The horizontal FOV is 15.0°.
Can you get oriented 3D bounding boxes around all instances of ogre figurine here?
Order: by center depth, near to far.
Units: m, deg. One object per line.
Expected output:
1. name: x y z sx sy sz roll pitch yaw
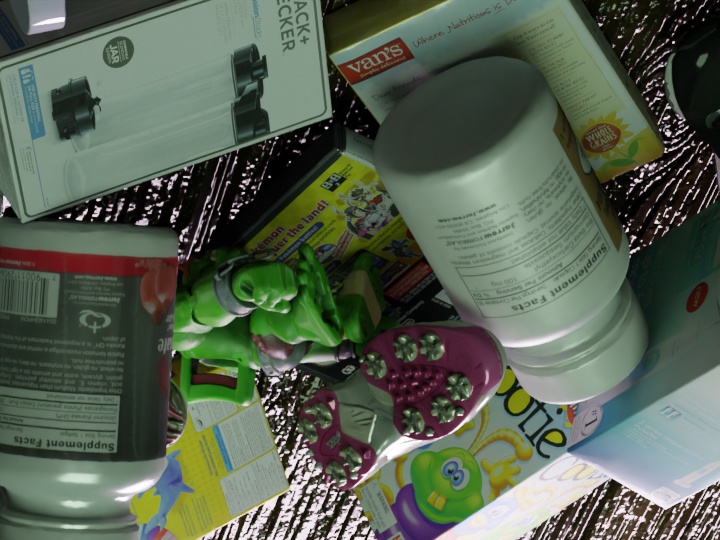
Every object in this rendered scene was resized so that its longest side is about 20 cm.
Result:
1. ogre figurine: -0.060 0.031 1.693 0.119 0.200 0.099 -11 95 20

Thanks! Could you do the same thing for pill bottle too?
1. pill bottle: -0.166 0.071 1.603 0.110 0.111 0.201 3 93 -18
2. pill bottle: 0.098 -0.020 1.648 0.114 0.115 0.200 -24 124 10

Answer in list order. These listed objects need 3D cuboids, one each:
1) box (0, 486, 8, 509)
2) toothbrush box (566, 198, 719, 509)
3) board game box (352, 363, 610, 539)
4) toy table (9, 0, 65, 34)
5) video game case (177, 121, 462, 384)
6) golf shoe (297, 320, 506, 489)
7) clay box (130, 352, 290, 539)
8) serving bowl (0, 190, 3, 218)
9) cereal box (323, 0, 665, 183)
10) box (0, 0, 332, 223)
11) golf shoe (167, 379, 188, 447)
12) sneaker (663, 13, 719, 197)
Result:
1. box: -0.294 0.112 1.695 0.199 0.048 0.159 -3 119 25
2. toothbrush box: 0.229 0.039 1.694 0.085 0.147 0.200 30 144 -20
3. board game box: 0.100 0.111 1.855 0.200 0.103 0.105 -36 156 22
4. toy table: -0.139 -0.226 1.407 0.117 0.201 0.184 -12 173 -12
5. video game case: 0.000 0.000 1.760 0.180 0.026 0.200 24 135 -28
6. golf shoe: 0.039 0.070 1.698 0.091 0.076 0.200 -23 174 -37
7. clay box: -0.154 0.138 1.810 0.200 0.048 0.115 -26 121 -16
8. serving bowl: -0.313 -0.057 1.622 0.199 0.066 0.201 -7 136 -7
9. cereal box: 0.085 -0.112 1.685 0.143 0.040 0.200 -23 136 15
10. box: -0.120 -0.118 1.568 0.199 0.060 0.117 -19 131 -18
11. golf shoe: -0.192 0.055 1.711 0.199 0.092 0.073 22 100 12
12. sneaker: 0.259 -0.079 1.722 0.076 0.088 0.200 -37 137 -1
